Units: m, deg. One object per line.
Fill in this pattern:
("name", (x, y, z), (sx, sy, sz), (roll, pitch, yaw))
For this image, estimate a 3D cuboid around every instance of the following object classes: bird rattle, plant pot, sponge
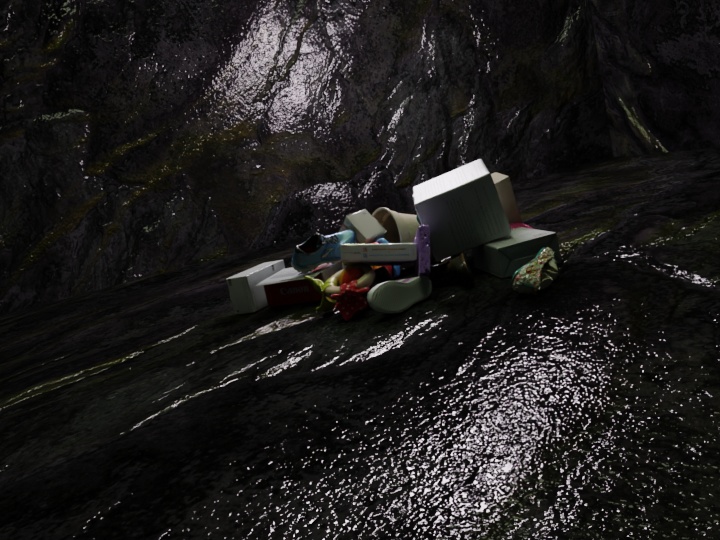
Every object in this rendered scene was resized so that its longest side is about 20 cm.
("bird rattle", (-0.036, 0.031, 1.495), (0.163, 0.113, 0.199), (-41, 19, -31))
("plant pot", (0.144, -0.089, 1.864), (0.182, 0.202, 0.200), (-6, 5, -29))
("sponge", (0.149, -0.033, 1.525), (0.030, 0.113, 0.200), (-1, -9, 2))

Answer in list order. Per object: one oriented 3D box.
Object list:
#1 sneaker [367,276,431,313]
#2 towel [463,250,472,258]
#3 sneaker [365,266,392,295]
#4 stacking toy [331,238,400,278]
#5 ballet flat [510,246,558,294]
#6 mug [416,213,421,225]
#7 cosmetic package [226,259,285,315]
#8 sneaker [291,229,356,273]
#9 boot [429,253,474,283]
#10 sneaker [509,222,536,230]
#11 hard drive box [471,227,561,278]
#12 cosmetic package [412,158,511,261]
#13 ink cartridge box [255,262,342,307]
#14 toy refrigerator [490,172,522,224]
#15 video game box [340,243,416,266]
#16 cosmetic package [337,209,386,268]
("sneaker", (0.062, 0.059, 1.432), (0.114, 0.073, 0.200), (-6, 1, 42))
("towel", (0.328, -0.130, 1.869), (0.192, 0.201, 0.035), (-19, -27, -29))
("sneaker", (0.036, 0.045, 1.597), (0.075, 0.071, 0.200), (-32, 4, 13))
("stacking toy", (0.000, 0.000, 1.724), (0.199, 0.117, 0.110), (-24, -1, -15))
("ballet flat", (0.382, 0.007, 1.336), (0.064, 0.076, 0.200), (27, 35, 25))
("mug", (0.245, -0.176, 1.780), (0.183, 0.153, 0.115), (5, -31, -4))
("cosmetic package", (-0.297, 0.047, 1.852), (0.081, 0.114, 0.200), (-8, 12, 26))
("sneaker", (-0.096, -0.065, 1.716), (0.199, 0.090, 0.078), (-26, 55, -22))
("boot", (0.218, 0.008, 1.533), (0.096, 0.075, 0.200), (-24, 1, 4))
("sneaker", (0.418, -0.084, 1.720), (0.198, 0.089, 0.081), (8, 15, -13))
("hard drive box", (0.383, -0.049, 1.571), (0.155, 0.077, 0.200), (-14, 10, -6))
("cosmetic package", (0.253, -0.157, 1.599), (0.199, 0.167, 0.168), (-21, 20, 12))
("ink cartridge box", (-0.167, 0.043, 1.774), (0.199, 0.085, 0.175), (-9, 13, 26))
("toy refrigerator", (0.402, -0.169, 1.767), (0.070, 0.201, 0.076), (-27, 23, -9))
("video game box", (0.045, -0.038, 1.563), (0.181, 0.047, 0.200), (1, -3, 2))
("cosmetic package", (-0.018, -0.069, 1.849), (0.087, 0.103, 0.201), (-23, -29, -41))
